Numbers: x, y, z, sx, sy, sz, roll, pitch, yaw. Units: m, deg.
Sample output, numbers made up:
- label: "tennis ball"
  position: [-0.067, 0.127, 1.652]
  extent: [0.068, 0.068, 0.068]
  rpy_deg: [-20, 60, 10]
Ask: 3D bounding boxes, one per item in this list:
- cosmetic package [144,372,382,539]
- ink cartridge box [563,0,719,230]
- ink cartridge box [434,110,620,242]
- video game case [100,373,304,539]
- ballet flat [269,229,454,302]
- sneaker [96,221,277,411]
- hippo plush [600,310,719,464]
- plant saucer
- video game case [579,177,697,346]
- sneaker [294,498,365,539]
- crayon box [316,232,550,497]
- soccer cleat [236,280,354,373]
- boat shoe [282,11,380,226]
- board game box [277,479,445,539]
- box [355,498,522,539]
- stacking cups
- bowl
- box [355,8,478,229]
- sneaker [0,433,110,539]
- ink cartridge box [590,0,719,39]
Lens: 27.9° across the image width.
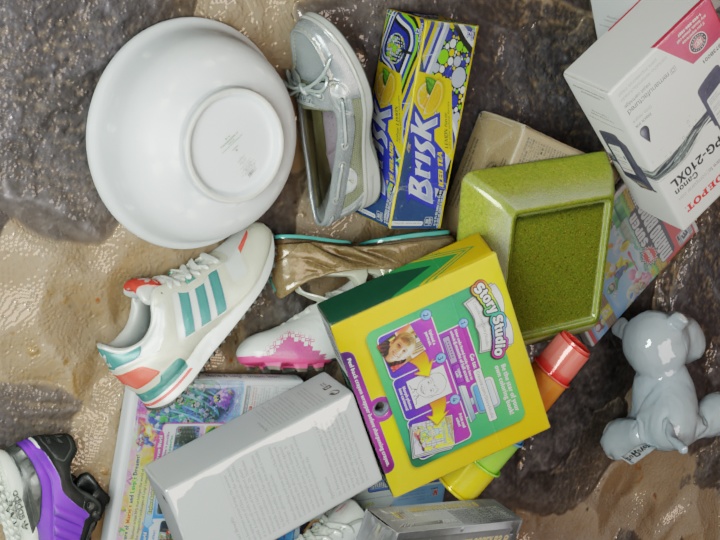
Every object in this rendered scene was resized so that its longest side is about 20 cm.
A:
- label: "cosmetic package"
  position: [-0.090, 0.190, 1.358]
  extent: [0.198, 0.071, 0.103]
  rpy_deg: [-26, 112, -18]
- label: "ink cartridge box"
  position: [0.317, -0.165, 1.474]
  extent: [0.145, 0.084, 0.201]
  rpy_deg: [-43, 125, -7]
- label: "ink cartridge box"
  position: [0.164, -0.044, 1.515]
  extent: [0.164, 0.075, 0.202]
  rpy_deg: [18, 95, -42]
- label: "video game case"
  position: [-0.153, 0.196, 1.388]
  extent: [0.180, 0.024, 0.203]
  rpy_deg: [3, 106, -31]
- label: "ballet flat"
  position: [0.000, 0.000, 1.390]
  extent: [0.197, 0.068, 0.074]
  rpy_deg: [-3, 86, -26]
- label: "sneaker"
  position: [-0.157, 0.022, 1.298]
  extent: [0.093, 0.070, 0.201]
  rpy_deg: [43, 74, -26]
- label: "hippo plush"
  position: [0.340, 0.131, 1.702]
  extent: [0.199, 0.158, 0.163]
  rpy_deg: [-8, 82, -50]
- label: "plant saucer"
  position: [0.184, -0.008, 1.465]
  extent: [0.198, 0.048, 0.203]
  rpy_deg: [-10, 114, -34]
- label: "video game case"
  position: [0.301, -0.030, 1.663]
  extent: [0.200, 0.017, 0.144]
  rpy_deg: [-45, 129, -14]
- label: "sneaker"
  position: [-0.036, 0.272, 1.422]
  extent: [0.199, 0.077, 0.101]
  rpy_deg: [6, 97, -48]
- label: "crayon box"
  position: [0.072, 0.092, 1.384]
  extent: [0.171, 0.058, 0.202]
  rpy_deg: [-23, 115, -7]
- label: "soccer cleat"
  position: [-0.036, 0.055, 1.416]
  extent: [0.198, 0.069, 0.088]
  rpy_deg: [-1, 86, -35]
- label: "boat shoe"
  position: [-0.032, -0.137, 1.331]
  extent: [0.064, 0.074, 0.204]
  rpy_deg: [-32, 131, -28]
- label: "board game box"
  position: [-0.008, 0.270, 1.518]
  extent: [0.198, 0.056, 0.199]
  rpy_deg: [-2, 109, -37]
- label: "box"
  position: [0.061, 0.312, 1.436]
  extent: [0.198, 0.048, 0.160]
  rpy_deg: [4, 109, -47]
- label: "stacking cups"
  position: [0.160, 0.149, 1.491]
  extent: [0.060, 0.061, 0.201]
  rpy_deg: [32, 102, -40]
- label: "bowl"
  position: [-0.128, -0.112, 1.240]
  extent: [0.199, 0.090, 0.204]
  rpy_deg: [-8, 105, -32]
- label: "box"
  position: [0.052, -0.144, 1.396]
  extent: [0.069, 0.064, 0.203]
  rpy_deg: [-1, 108, -37]
- label: "sneaker"
  position: [-0.266, 0.235, 1.297]
  extent: [0.099, 0.069, 0.203]
  rpy_deg: [-23, 121, -31]
- label: "ink cartridge box"
  position: [0.335, -0.250, 1.559]
  extent: [0.147, 0.085, 0.202]
  rpy_deg: [-32, 123, -23]
